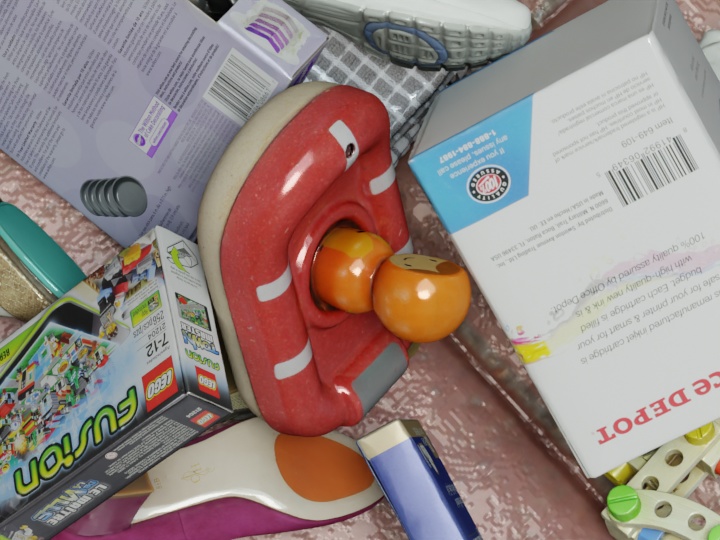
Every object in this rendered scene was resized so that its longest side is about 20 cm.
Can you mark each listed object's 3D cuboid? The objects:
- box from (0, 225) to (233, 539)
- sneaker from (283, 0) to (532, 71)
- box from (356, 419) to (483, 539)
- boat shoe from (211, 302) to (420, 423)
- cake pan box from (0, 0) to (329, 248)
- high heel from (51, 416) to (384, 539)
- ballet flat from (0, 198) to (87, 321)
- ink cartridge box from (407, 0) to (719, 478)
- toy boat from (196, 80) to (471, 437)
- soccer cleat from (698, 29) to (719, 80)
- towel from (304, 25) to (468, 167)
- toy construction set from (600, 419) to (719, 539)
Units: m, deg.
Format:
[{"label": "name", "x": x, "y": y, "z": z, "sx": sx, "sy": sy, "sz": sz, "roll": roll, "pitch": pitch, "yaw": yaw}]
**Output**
[{"label": "box", "x": -0.157, "y": 0.075, "z": 1.596, "sx": 0.035, "sy": 0.200, "sz": 0.110, "roll": 27, "pitch": 38, "yaw": -42}, {"label": "sneaker", "x": 0.001, "y": -0.168, "z": 1.652, "sx": 0.199, "sy": 0.075, "sz": 0.087, "roll": 16, "pitch": 72, "yaw": -2}, {"label": "box", "x": 0.061, "y": 0.175, "z": 1.639, "sx": 0.032, "sy": 0.121, "sz": 0.200, "roll": -27, "pitch": 85, "yaw": 4}, {"label": "boat shoe", "x": -0.061, "y": 0.045, "z": 1.684, "sx": 0.199, "sy": 0.065, "sz": 0.073, "roll": -8, "pitch": 76, "yaw": -29}, {"label": "cake pan box", "x": -0.132, "y": -0.116, "z": 1.642, "sx": 0.184, "sy": 0.200, "sz": 0.052, "roll": 36, "pitch": 46, "yaw": 2}, {"label": "high heel", "x": -0.086, "y": 0.129, "z": 1.681, "sx": 0.199, "sy": 0.096, "sz": 0.068, "roll": 5, "pitch": 58, "yaw": -26}, {"label": "ballet flat", "x": -0.224, "y": -0.025, "z": 1.686, "sx": 0.065, "sy": 0.070, "sz": 0.200, "roll": -42, "pitch": 82, "yaw": 13}, {"label": "ink cartridge box", "x": 0.142, "y": -0.024, "z": 1.600, "sx": 0.146, "sy": 0.146, "sz": 0.200, "roll": -27, "pitch": 102, "yaw": 15}, {"label": "toy boat", "x": 0.000, "y": 0.000, "z": 1.573, "sx": 0.130, "sy": 0.200, "sz": 0.131, "roll": 17, "pitch": 47, "yaw": 33}, {"label": "soccer cleat", "x": 0.197, "y": -0.088, "z": 1.753, "sx": 0.200, "sy": 0.070, "sz": 0.087, "roll": -26, "pitch": 77, "yaw": -19}, {"label": "towel", "x": -0.042, "y": -0.140, "z": 1.718, "sx": 0.200, "sy": 0.086, "sz": 0.166, "roll": 40, "pitch": 76, "yaw": 2}, {"label": "toy construction set", "x": 0.214, "y": 0.110, "z": 1.694, "sx": 0.200, "sy": 0.092, "sz": 0.131, "roll": -39, "pitch": 61, "yaw": -22}]
